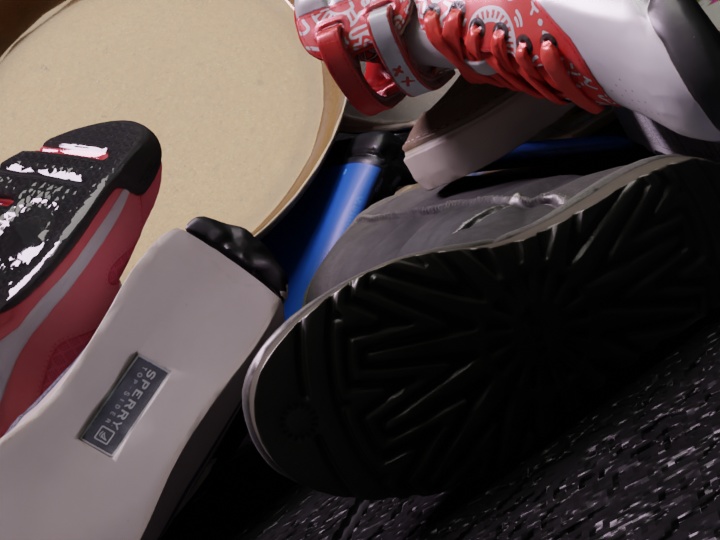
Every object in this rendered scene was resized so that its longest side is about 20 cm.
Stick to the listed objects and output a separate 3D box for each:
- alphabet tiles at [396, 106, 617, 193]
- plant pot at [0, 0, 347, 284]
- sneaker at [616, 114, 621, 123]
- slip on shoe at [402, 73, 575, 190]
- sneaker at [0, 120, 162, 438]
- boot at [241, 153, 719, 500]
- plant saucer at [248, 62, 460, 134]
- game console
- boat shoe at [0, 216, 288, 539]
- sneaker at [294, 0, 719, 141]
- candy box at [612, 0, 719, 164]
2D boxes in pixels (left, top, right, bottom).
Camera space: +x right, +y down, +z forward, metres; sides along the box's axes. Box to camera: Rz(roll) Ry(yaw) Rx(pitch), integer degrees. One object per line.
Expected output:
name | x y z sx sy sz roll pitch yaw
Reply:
alphabet tiles | 0.039 -0.034 0.983 0.199 0.006 0.166 -32 10 -1
plant pot | -0.096 -0.067 0.836 0.199 0.201 0.028 -32 -33 -4
sneaker | 0.183 -0.140 0.889 0.099 0.071 0.201 11 56 33
slip on shoe | 0.079 -0.109 0.743 0.200 0.061 0.076 -43 11 -19
sneaker | -0.126 0.038 0.751 0.073 0.087 0.201 17 72 43
boot | 0.017 0.010 0.661 0.181 0.073 0.200 -20 13 -21
plant saucer | 0.030 -0.138 0.867 0.199 0.035 0.202 -12 57 20
game console | 0.000 0.000 0.876 0.200 0.118 0.172 -3 62 65
boat shoe | -0.092 0.081 0.687 0.200 0.074 0.093 -50 -15 -23
sneaker | 0.045 -0.077 0.656 0.108 0.067 0.202 -38 44 7
candy box | 0.168 -0.097 0.754 0.136 0.061 0.200 -32 11 -1
